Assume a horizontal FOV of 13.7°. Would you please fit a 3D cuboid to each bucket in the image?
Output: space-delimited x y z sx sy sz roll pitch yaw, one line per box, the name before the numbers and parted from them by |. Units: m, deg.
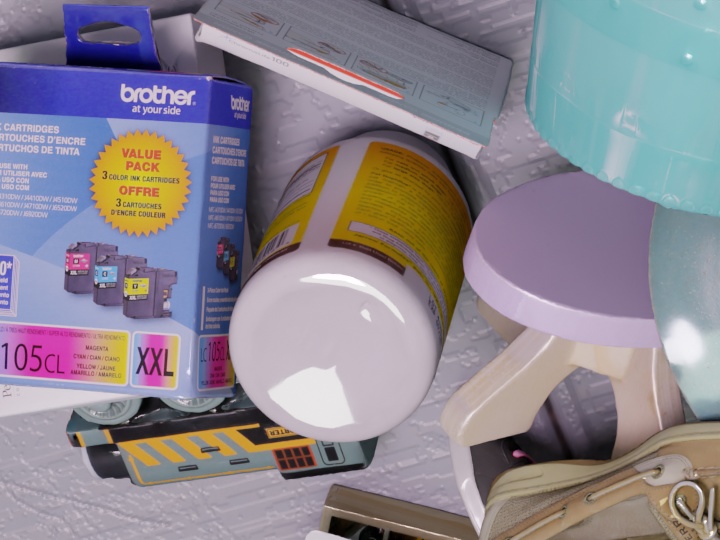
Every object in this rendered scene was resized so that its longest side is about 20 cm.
bucket | 0.180 -0.128 1.498 0.206 0.207 0.135 14 120 3

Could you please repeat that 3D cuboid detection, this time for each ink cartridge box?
ink cartridge box | -0.008 -0.100 1.543 0.162 0.200 0.057 23 111 -1
ink cartridge box | -0.133 -0.037 1.577 0.136 0.076 0.201 3 89 15

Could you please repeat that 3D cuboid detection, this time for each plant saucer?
plant saucer | 0.233 0.010 1.557 0.036 0.200 0.200 -17 115 49

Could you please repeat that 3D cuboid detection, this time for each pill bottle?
pill bottle | 0.000 0.000 1.590 0.109 0.200 0.110 4 117 9

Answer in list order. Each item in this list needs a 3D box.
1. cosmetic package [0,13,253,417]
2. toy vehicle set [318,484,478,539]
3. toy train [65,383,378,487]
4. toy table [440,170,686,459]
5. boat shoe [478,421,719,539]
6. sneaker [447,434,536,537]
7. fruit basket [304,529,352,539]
cosmetic package | -0.141 -0.028 1.643 0.150 0.052 0.201 -10 87 17
toy vehicle set | 0.024 0.232 1.800 0.124 0.027 0.201 13 118 4
toy train | -0.081 0.070 1.712 0.199 0.085 0.114 -10 123 15
toy table | 0.130 0.029 1.605 0.199 0.184 0.118 -1 128 -26
boat shoe | 0.145 0.127 1.530 0.200 0.063 0.073 -11 133 34
sneaker | 0.119 0.139 1.670 0.099 0.201 0.071 -29 150 15
fruit basket | 0.040 0.244 1.752 0.199 0.094 0.186 10 119 -12
